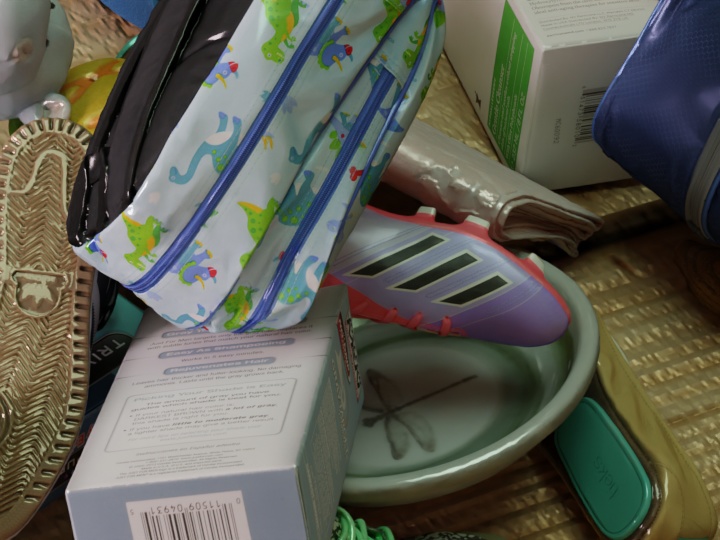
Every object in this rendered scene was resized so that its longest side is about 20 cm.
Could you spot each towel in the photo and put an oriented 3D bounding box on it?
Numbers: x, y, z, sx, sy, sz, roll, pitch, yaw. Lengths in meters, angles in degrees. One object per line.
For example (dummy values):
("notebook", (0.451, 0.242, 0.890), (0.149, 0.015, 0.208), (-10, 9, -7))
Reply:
("towel", (0.016, -0.065, 1.516), (0.199, 0.032, 0.191), (28, 5, 19))

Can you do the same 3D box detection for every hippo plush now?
("hippo plush", (-0.222, -0.093, 1.431), (0.160, 0.200, 0.160), (1, 69, 0))

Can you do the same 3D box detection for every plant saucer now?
("plant saucer", (0.020, 0.060, 1.419), (0.199, 0.050, 0.201), (-9, 34, 6))

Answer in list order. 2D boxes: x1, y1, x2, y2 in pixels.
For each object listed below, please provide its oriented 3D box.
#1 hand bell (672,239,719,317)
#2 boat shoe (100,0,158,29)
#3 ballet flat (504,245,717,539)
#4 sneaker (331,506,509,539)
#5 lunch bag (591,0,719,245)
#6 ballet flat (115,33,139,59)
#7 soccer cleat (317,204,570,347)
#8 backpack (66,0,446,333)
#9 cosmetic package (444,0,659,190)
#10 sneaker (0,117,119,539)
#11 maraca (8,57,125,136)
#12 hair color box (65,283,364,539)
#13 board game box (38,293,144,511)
("hand bell", (0.223, 0.037, 1.498), (0.104, 0.105, 0.200), (-16, 34, -26))
("boat shoe", (-0.145, -0.217, 1.693), (0.068, 0.084, 0.200), (-26, 54, -18))
("ballet flat", (0.115, 0.069, 1.454), (0.063, 0.069, 0.200), (15, 35, -38))
("sneaker", (-0.016, 0.136, 1.321), (0.199, 0.089, 0.077), (-6, 44, -16))
("lunch bag", (0.240, -0.074, 1.545), (0.199, 0.136, 0.132), (2, 35, -46))
("ballet flat", (-0.055, -0.133, 1.642), (0.067, 0.068, 0.200), (41, 56, 13))
("soccer cleat", (0.000, 0.000, 1.382), (0.199, 0.067, 0.077), (26, 66, 6))
("backpack", (-0.047, -0.072, 1.291), (0.154, 0.163, 0.200), (47, 68, -16))
("cosmetic package", (0.099, -0.149, 1.647), (0.084, 0.108, 0.200), (-9, 43, -17))
("sneaker", (-0.154, 0.040, 1.357), (0.070, 0.109, 0.201), (11, 72, -1))
("maraca", (-0.098, -0.040, 1.480), (0.137, 0.107, 0.200), (-1, 30, -40))
("hair color box", (-0.059, 0.074, 1.278), (0.098, 0.061, 0.200), (-7, 21, 9))
("board game box", (-0.205, 0.036, 1.429), (0.200, 0.047, 0.151), (35, 48, 26))
